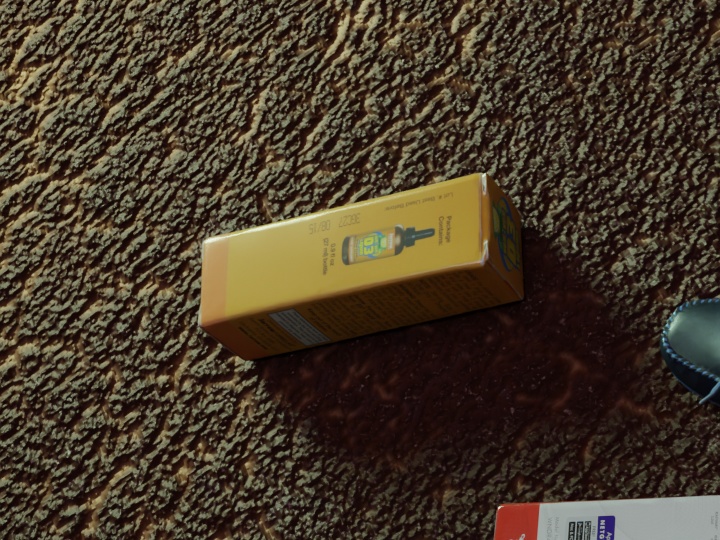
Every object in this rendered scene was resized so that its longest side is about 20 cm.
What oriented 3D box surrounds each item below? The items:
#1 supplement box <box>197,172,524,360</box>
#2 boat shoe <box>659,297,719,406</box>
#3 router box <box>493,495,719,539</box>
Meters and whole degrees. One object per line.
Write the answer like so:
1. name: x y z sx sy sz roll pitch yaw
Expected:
1. supplement box: 0.000 0.000 1.260 0.200 0.069 0.067 -13 58 26
2. boat shoe: 0.250 0.042 1.086 0.200 0.069 0.084 7 68 33
3. router box: 0.151 0.219 1.056 0.179 0.049 0.201 -7 60 27
